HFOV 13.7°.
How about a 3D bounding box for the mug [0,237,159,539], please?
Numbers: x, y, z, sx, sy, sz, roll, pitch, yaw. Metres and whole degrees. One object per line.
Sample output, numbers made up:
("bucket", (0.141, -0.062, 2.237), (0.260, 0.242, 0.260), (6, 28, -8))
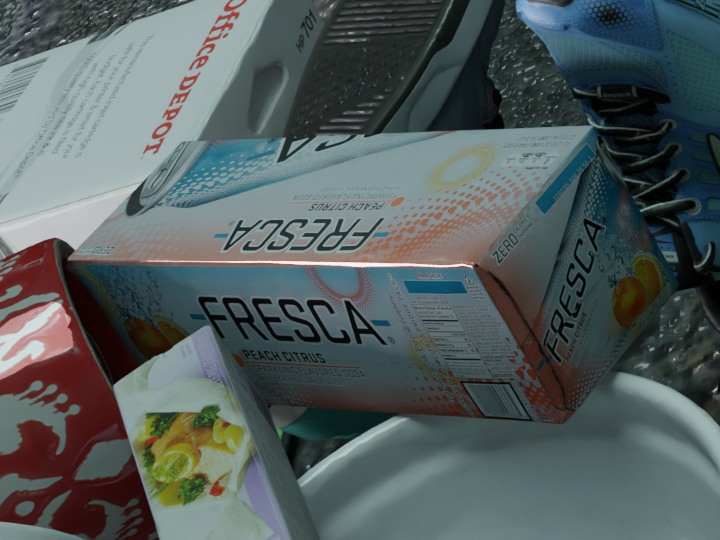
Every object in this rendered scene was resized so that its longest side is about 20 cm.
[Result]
("mug", (-0.170, 0.067, 1.022), (0.200, 0.134, 0.178), (-29, 48, 5))

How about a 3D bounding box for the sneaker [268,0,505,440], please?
("sneaker", (0.036, -0.024, 1.078), (0.084, 0.120, 0.201), (29, 97, 55))

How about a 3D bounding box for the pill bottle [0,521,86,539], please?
("pill bottle", (-0.118, 0.182, 0.888), (0.111, 0.111, 0.201), (-12, 65, 32))

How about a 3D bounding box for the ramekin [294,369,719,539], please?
("ramekin", (0.045, 0.135, 0.873), (0.200, 0.105, 0.200), (-25, 33, 17))

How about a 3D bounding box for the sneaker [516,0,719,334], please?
("sneaker", (0.109, -0.036, 0.971), (0.078, 0.200, 0.090), (17, 73, 42))

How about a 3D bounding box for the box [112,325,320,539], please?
("box", (-0.032, 0.086, 0.872), (0.039, 0.041, 0.200), (-33, 32, 4))

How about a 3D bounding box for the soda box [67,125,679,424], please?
("soda box", (0.000, 0.000, 0.944), (0.200, 0.064, 0.068), (1, 40, 48))

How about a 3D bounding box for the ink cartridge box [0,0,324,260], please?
("ink cartridge box", (-0.111, -0.032, 1.250), (0.199, 0.086, 0.147), (-14, 32, 30))

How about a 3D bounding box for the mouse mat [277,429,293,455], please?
("mouse mat", (-0.090, 0.068, 1.183), (0.160, 0.008, 0.200), (-19, 35, 25))
